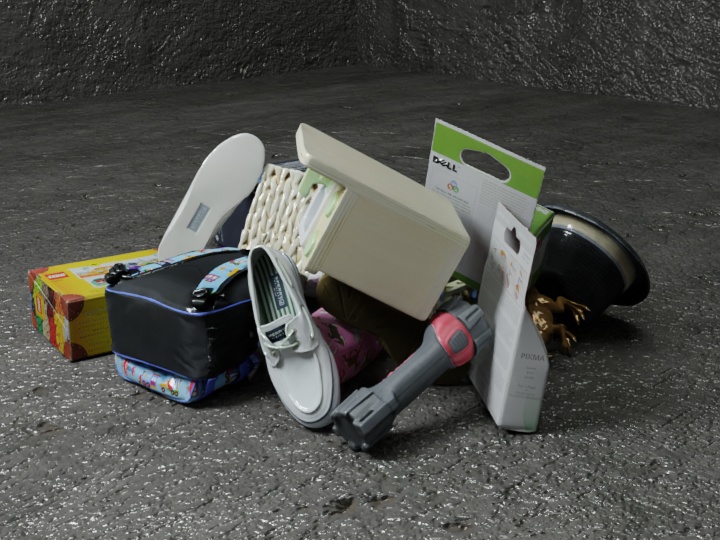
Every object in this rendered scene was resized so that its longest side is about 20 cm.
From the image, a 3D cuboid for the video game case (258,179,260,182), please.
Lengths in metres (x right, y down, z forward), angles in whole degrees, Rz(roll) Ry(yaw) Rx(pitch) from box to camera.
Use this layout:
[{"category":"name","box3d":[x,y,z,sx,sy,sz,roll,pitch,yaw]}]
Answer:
[{"category":"video game case","box3d":[-0.099,-0.133,1.550,0.197,0.018,0.142,10,7,29]}]

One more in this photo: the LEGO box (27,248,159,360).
[{"category":"LEGO box","box3d":[-0.306,0.037,1.371,0.197,0.079,0.148,-12,21,-32]}]

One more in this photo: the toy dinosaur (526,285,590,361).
[{"category":"toy dinosaur","box3d":[0.217,0.044,1.288,0.105,0.061,0.202,21,36,-23]}]

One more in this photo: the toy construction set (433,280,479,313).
[{"category":"toy construction set","box3d":[0.115,0.044,1.352,0.198,0.094,0.130,-2,14,-45]}]

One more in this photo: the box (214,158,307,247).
[{"category":"box","box3d":[-0.110,-0.093,1.704,0.197,0.126,0.197,-13,21,-32]}]

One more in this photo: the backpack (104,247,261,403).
[{"category":"backpack","box3d":[-0.173,0.049,1.238,0.180,0.137,0.199,12,22,34]}]

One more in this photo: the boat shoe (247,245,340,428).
[{"category":"boat shoe","box3d":[-0.081,0.068,1.117,0.073,0.203,0.067,-28,-23,13]}]

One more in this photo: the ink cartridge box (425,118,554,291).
[{"category":"ink cartridge box","box3d":[0.150,-0.079,1.242,0.146,0.202,0.076,28,45,22]}]

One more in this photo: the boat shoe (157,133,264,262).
[{"category":"boat shoe","box3d":[-0.189,-0.085,1.349,0.071,0.202,0.069,27,4,-15]}]

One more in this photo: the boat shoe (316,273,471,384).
[{"category":"boat shoe","box3d":[0.041,0.054,1.208,0.198,0.074,0.063,30,29,-7]}]

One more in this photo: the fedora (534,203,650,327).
[{"category":"fedora","box3d":[0.272,0.008,1.360,0.199,0.201,0.092,19,67,45]}]

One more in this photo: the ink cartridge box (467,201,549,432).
[{"category":"ink cartridge box","box3d":[0.165,0.046,1.141,0.049,0.204,0.161,8,16,-10]}]

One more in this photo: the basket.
[{"category":"basket","box3d":[-0.086,-0.052,1.413,0.121,0.138,0.200,18,-8,-2]}]

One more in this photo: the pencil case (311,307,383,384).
[{"category":"pencil case","box3d":[-0.028,0.079,1.237,0.085,0.084,0.200,5,19,23]}]

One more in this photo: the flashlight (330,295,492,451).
[{"category":"flashlight","box3d":[0.052,0.106,1.102,0.068,0.068,0.199,32,55,32]}]

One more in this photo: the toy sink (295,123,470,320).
[{"category":"toy sink","box3d":[-0.001,-0.050,1.141,0.197,0.113,0.131,26,16,-15]}]

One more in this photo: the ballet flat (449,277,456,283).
[{"category":"ballet flat","box3d":[0.163,0.002,1.511,0.196,0.065,0.076,-7,37,-20]}]
